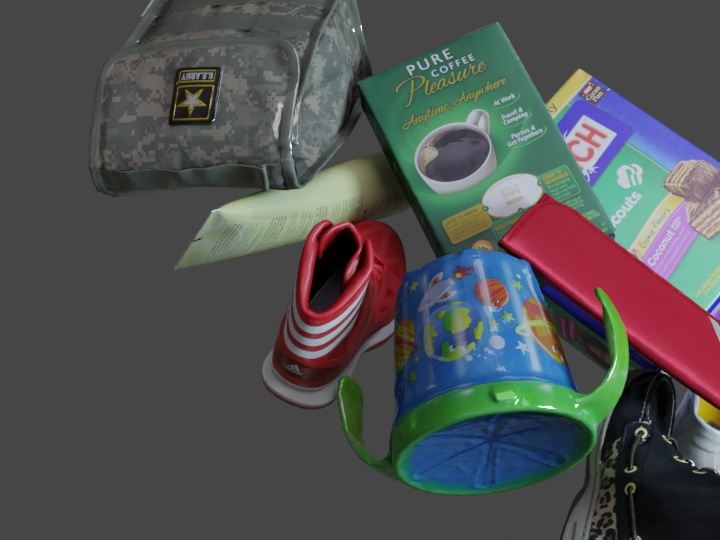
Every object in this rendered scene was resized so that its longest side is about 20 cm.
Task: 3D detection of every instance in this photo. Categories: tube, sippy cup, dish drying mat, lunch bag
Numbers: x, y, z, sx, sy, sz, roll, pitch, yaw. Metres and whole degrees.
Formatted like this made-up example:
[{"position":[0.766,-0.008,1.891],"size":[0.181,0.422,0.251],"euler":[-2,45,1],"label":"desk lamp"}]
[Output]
[{"position":[-0.046,-0.046,1.236],"size":[0.199,0.058,0.052],"euler":[-20,28,-38],"label":"tube"},{"position":[0.078,0.063,1.098],"size":[0.177,0.140,0.131],"euler":[-2,59,-11],"label":"sippy cup"},{"position":[0.190,0.023,1.138],"size":[0.200,0.018,0.077],"euler":[38,43,8],"label":"dish drying mat"},{"position":[-0.097,-0.129,1.239],"size":[0.163,0.118,0.200],"euler":[-1,37,19],"label":"lunch bag"}]

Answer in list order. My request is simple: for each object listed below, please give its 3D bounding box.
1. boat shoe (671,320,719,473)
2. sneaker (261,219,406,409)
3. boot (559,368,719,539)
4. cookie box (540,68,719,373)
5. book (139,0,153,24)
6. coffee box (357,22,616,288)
[{"position":[0.276,0.080,1.235],"size":[0.071,0.070,0.200],"euler":[32,40,12],"label":"boat shoe"},{"position":[0.000,0.000,1.170],"size":[0.078,0.116,0.200],"euler":[22,39,2],"label":"sneaker"},{"position":[0.223,0.141,1.086],"size":[0.153,0.074,0.204],"euler":[-7,36,31],"label":"boot"},{"position":[0.191,-0.029,1.264],"size":[0.200,0.075,0.171],"euler":[37,74,20],"label":"cookie box"},{"position":[-0.101,-0.244,1.462],"size":[0.133,0.048,0.200],"euler":[17,42,1],"label":"book"},{"position":[0.091,-0.076,1.230],"size":[0.122,0.044,0.201],"euler":[-25,67,-5],"label":"coffee box"}]
